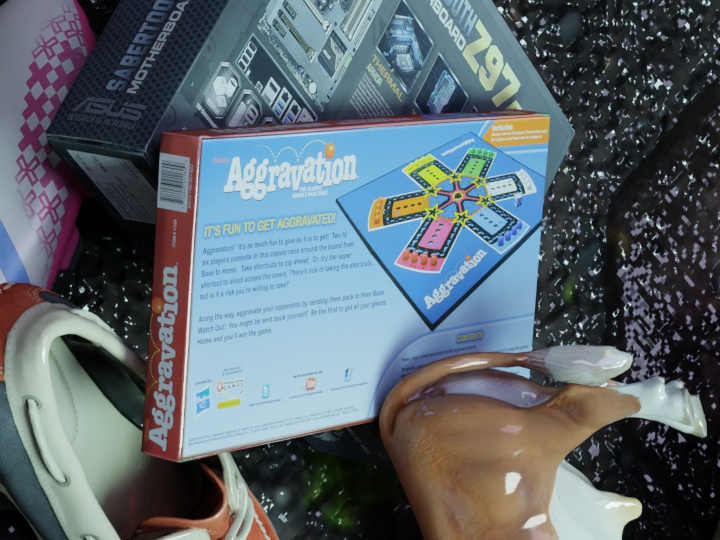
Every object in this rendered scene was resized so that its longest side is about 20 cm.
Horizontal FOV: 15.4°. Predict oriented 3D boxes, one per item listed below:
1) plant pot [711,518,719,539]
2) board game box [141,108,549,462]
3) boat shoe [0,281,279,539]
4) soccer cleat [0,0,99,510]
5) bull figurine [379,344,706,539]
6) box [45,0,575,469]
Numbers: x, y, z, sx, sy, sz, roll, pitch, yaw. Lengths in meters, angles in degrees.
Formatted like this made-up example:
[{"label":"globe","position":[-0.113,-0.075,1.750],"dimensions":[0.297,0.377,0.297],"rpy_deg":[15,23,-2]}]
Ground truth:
[{"label":"plant pot","position":[0.234,0.123,1.007],"dimensions":[0.182,0.200,0.201],"rpy_deg":[25,68,-4]},{"label":"board game box","position":[0.000,0.000,0.902],"dimensions":[0.199,0.019,0.104],"rpy_deg":[-7,105,-53]},{"label":"boat shoe","position":[-0.072,0.072,0.886],"dimensions":[0.200,0.062,0.071],"rpy_deg":[51,55,-40]},{"label":"soccer cleat","position":[-0.141,-0.011,0.900],"dimensions":[0.086,0.070,0.202],"rpy_deg":[18,72,-32]},{"label":"bull figurine","position":[0.076,0.110,0.936],"dimensions":[0.065,0.121,0.201],"rpy_deg":[-90,161,-56]},{"label":"box","position":[-0.010,-0.048,0.937],"dimensions":[0.200,0.051,0.158],"rpy_deg":[52,58,-45]}]
